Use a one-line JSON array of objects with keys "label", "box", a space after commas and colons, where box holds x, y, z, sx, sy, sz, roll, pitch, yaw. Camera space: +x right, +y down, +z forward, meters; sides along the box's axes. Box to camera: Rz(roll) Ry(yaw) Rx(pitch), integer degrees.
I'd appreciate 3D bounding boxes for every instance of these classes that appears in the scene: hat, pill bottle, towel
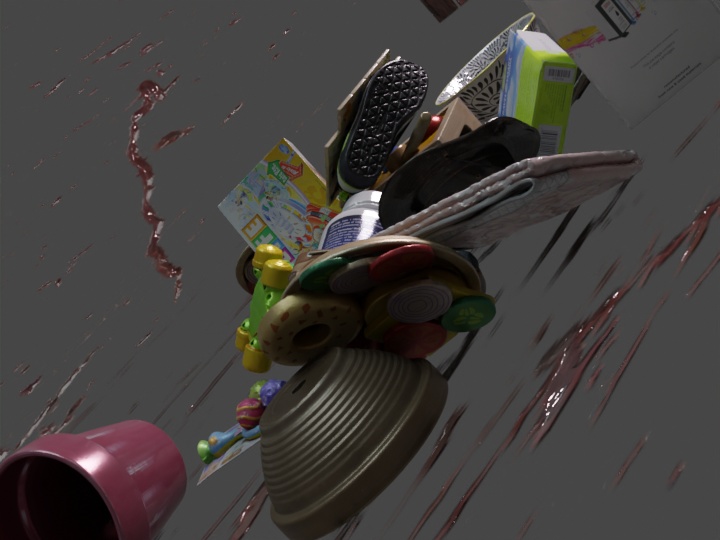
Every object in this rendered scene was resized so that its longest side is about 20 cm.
[{"label": "hat", "box": [0.122, -0.072, 1.207, 0.199, 0.081, 0.201, -22, -25, -11]}, {"label": "pill bottle", "box": [0.000, 0.000, 1.276, 0.111, 0.111, 0.201, -36, 25, 35]}, {"label": "towel", "box": [0.137, -0.059, 1.039, 0.199, 0.033, 0.190, -25, -10, 41]}]

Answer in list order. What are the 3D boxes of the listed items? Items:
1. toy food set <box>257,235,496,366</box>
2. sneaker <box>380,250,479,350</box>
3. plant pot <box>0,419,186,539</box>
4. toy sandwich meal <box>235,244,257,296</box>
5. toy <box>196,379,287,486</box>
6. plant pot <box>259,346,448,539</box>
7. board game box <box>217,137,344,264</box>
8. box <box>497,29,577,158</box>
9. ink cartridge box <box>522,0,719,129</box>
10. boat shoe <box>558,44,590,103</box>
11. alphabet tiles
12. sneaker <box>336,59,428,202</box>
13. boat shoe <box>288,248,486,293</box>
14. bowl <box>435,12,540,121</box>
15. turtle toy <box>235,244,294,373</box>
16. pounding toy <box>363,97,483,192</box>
[{"label": "toy food set", "box": [0.018, 0.035, 1.027, 0.198, 0.198, 0.049, -43, 43, 37]}, {"label": "sneaker", "box": [0.037, 0.037, 1.145, 0.200, 0.088, 0.074, -47, 11, -16]}, {"label": "plant pot", "box": [-0.306, 0.269, 1.319, 0.199, 0.201, 0.179, -37, -3, 30]}, {"label": "toy sandwich meal", "box": [-0.082, 0.000, 1.609, 0.205, 0.204, 0.071, -38, 50, 28]}, {"label": "toy", "box": [-0.127, 0.170, 1.355, 0.200, 0.047, 0.115, -40, 12, 24]}, {"label": "plant pot", "box": [-0.024, 0.134, 0.991, 0.200, 0.093, 0.201, -41, 11, 10]}, {"label": "board game box", "box": [-0.084, -0.061, 1.506, 0.134, 0.200, 0.034, -45, -19, 8]}, {"label": "box", "box": [0.208, -0.211, 1.337, 0.200, 0.047, 0.123, -97, 12, -67]}, {"label": "ink cartridge box", "box": [0.273, -0.284, 1.183, 0.144, 0.200, 0.147, -39, 11, 19]}, {"label": "boat shoe", "box": [0.263, -0.241, 1.456, 0.200, 0.072, 0.068, -50, -20, 9]}, {"label": "alphabet tiles", "box": [0.005, -0.181, 1.442, 0.201, 0.006, 0.167, -55, -22, -36]}, {"label": "sneaker", "box": [0.017, -0.177, 1.401, 0.201, 0.071, 0.083, -60, 4, -22]}, {"label": "boat shoe", "box": [0.025, 0.005, 1.099, 0.076, 0.197, 0.072, 90, 180, -56]}, {"label": "bowl", "box": [0.217, -0.288, 1.700, 0.200, 0.094, 0.201, -42, 10, 9]}, {"label": "turtle toy", "box": [-0.088, 0.059, 1.392, 0.200, 0.100, 0.147, -133, 55, -69]}, {"label": "pounding toy", "box": [0.086, -0.136, 1.477, 0.184, 0.142, 0.200, -38, 13, 30]}]
